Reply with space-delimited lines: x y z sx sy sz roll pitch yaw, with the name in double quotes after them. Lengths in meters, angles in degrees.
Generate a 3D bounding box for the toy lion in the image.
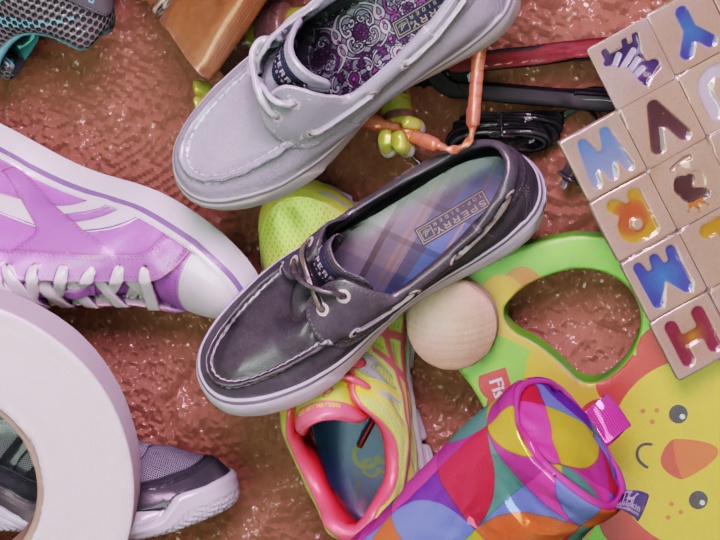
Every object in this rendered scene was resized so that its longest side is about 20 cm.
0.141 0.072 1.171 0.191 0.069 0.201 -19 93 9 "toy lion"

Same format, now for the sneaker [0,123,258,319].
-0.157 0.005 1.203 0.200 0.073 0.114 22 63 18 "sneaker"

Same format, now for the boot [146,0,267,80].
-0.025 -0.180 1.117 0.200 0.068 0.188 -50 49 9 "boot"

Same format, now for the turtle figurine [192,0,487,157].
-0.007 -0.130 1.168 0.161 0.064 0.201 -18 68 22 "turtle figurine"

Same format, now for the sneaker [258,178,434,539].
-0.010 0.049 1.187 0.078 0.090 0.201 -16 93 18 "sneaker"

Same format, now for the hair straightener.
0.093 -0.078 1.165 0.199 0.041 0.077 -3 98 15 "hair straightener"

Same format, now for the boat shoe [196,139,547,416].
0.000 0.000 1.124 0.200 0.066 0.070 -29 67 6 "boat shoe"

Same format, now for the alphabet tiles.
0.198 -0.044 1.126 0.166 0.006 0.200 -29 99 -2 "alphabet tiles"

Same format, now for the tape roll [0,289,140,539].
-0.212 0.105 1.173 0.202 0.037 0.204 0 103 1 "tape roll"

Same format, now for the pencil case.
0.044 0.136 1.119 0.200 0.088 0.088 -43 87 25 "pencil case"

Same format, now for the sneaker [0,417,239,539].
-0.163 0.079 1.236 0.199 0.075 0.114 2 102 17 "sneaker"

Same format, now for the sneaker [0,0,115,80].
-0.212 -0.138 1.208 0.199 0.078 0.091 -7 115 34 "sneaker"

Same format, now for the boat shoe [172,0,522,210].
-0.019 -0.099 1.086 0.200 0.071 0.070 -33 70 19 "boat shoe"
